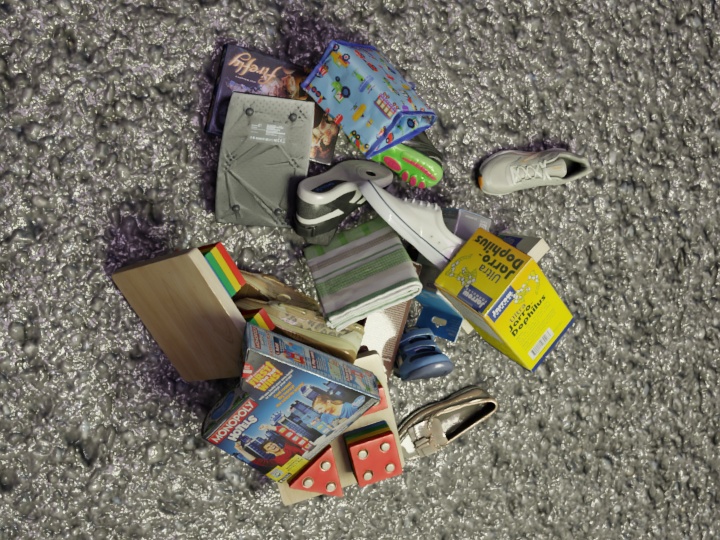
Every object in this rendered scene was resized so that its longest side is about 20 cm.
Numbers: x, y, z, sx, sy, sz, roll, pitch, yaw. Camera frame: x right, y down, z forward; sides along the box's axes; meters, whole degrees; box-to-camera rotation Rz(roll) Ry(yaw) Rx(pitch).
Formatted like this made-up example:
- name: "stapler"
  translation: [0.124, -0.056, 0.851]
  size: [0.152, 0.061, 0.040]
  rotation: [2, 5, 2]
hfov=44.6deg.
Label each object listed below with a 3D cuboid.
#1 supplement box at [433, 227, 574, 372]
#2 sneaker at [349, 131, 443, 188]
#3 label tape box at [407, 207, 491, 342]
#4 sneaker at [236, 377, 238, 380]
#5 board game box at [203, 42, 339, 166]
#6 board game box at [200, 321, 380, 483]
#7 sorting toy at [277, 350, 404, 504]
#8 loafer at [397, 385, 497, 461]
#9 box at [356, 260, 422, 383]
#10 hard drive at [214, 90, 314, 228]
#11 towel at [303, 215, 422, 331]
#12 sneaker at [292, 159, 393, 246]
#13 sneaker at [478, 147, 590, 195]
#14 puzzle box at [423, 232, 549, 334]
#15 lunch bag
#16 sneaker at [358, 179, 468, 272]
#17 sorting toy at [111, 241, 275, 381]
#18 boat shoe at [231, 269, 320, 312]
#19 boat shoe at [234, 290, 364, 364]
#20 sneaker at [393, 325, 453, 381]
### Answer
- name: "supplement box"
  translation: [0.216, 0.047, 1.300]
  size: [0.110, 0.109, 0.200]
  rotation: [-50, 138, -5]
- name: "sneaker"
  translation: [0.051, -0.213, 1.402]
  size: [0.200, 0.077, 0.084]
  rotation: [41, 42, -12]
- name: "label tape box"
  translation: [0.123, 0.001, 1.406]
  size: [0.066, 0.143, 0.201]
  rotation: [18, 89, -23]
- name: "sneaker"
  translation: [-0.100, 0.196, 1.374]
  size: [0.199, 0.075, 0.114]
  rotation: [-3, 100, -19]
- name: "board game box"
  translation: [-0.125, -0.249, 1.337]
  size: [0.199, 0.035, 0.136]
  rotation: [12, 92, -23]
- name: "board game box"
  translation: [-0.113, 0.169, 1.184]
  size: [0.200, 0.062, 0.200]
  rotation: [-42, 120, 16]
- name: "sorting toy"
  translation: [-0.041, 0.247, 1.315]
  size: [0.198, 0.070, 0.201]
  rotation: [-16, 109, -9]
- name: "loafer"
  translation: [0.142, 0.260, 1.486]
  size: [0.200, 0.063, 0.072]
  rotation: [-29, 105, -16]
- name: "box"
  translation: [0.022, 0.072, 1.398]
  size: [0.075, 0.100, 0.201]
  rotation: [15, 90, -21]
- name: "hard drive"
  translation: [-0.146, -0.164, 1.303]
  size: [0.134, 0.042, 0.201]
  rotation: [3, 114, -18]
- name: "towel"
  translation: [0.000, 0.000, 1.316]
  size: [0.149, 0.200, 0.031]
  rotation: [-22, 126, 0]
- name: "sneaker"
  translation: [-0.035, -0.101, 1.372]
  size: [0.200, 0.073, 0.112]
  rotation: [-22, 138, -45]
- name: "sneaker"
  translation: [0.296, -0.172, 1.483]
  size: [0.199, 0.092, 0.076]
  rotation: [-14, 100, -20]
- name: "puzzle box"
  translation: [0.206, 0.017, 1.447]
  size: [0.200, 0.133, 0.025]
  rotation: [-44, 109, -11]
- name: "lunch bag"
  translation: [0.033, -0.269, 1.318]
  size: [0.151, 0.094, 0.200]
  rotation: [48, 34, 8]
- name: "sneaker"
  translation: [0.086, -0.076, 1.312]
  size: [0.200, 0.073, 0.071]
  rotation: [41, 93, 1]
- name: "sorting toy"
  translation: [-0.228, 0.055, 1.256]
  size: [0.070, 0.198, 0.200]
  rotation: [-48, 115, -40]
- name: "boat shoe"
  translation: [-0.152, 0.040, 1.346]
  size: [0.200, 0.065, 0.071]
  rotation: [27, 121, -19]
- name: "boat shoe"
  translation: [-0.093, 0.081, 1.295]
  size: [0.199, 0.073, 0.063]
  rotation: [22, 58, 4]
- name: "sneaker"
  translation: [0.089, 0.129, 1.383]
  size: [0.074, 0.200, 0.083]
  rotation: [-4, 89, -14]
